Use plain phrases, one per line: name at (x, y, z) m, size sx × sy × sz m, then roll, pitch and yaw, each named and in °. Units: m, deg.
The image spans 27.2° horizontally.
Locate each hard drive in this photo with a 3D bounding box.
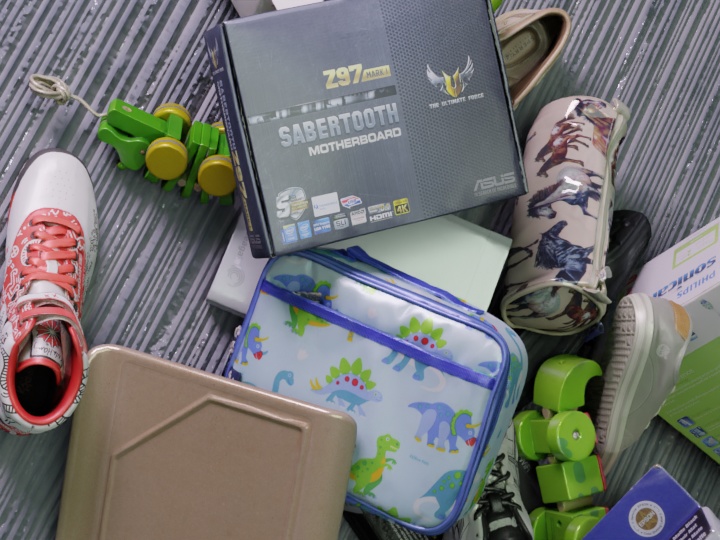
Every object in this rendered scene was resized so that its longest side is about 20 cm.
hard drive at (0.000, 0.000, 1.119) m, size 0.198 × 0.026 × 0.133 m, roll 23°, pitch 80°, yaw -4°

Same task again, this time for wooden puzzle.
wooden puzzle at (-0.109, 0.160, 1.027) m, size 0.198 × 0.037 × 0.187 m, roll 14°, pitch 103°, yaw 14°

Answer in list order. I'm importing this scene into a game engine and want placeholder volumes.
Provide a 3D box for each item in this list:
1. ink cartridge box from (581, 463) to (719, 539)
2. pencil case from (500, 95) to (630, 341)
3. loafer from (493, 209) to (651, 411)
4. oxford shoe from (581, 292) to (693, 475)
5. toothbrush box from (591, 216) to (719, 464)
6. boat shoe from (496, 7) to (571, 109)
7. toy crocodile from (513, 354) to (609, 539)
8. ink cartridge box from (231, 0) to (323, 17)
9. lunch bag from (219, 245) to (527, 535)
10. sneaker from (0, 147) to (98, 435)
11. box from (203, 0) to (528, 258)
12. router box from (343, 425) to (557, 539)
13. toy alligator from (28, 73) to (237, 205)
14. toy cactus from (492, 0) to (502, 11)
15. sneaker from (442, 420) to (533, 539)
ink cartridge box at (0.219, 0.279, 1.068) m, size 0.200 × 0.041 × 0.200 m, roll 43°, pitch 103°, yaw 8°
pencil case at (0.164, -0.046, 1.160) m, size 0.078 × 0.089 × 0.201 m, roll 50°, pitch 43°, yaw -44°
loafer at (0.169, 0.030, 1.209) m, size 0.201 × 0.068 × 0.071 m, roll -45°, pitch 124°, yaw -20°
oxford shoe at (0.214, 0.097, 1.166) m, size 0.057 × 0.201 × 0.076 m, roll 1°, pitch 45°, yaw -11°
toothbrush box at (0.311, 0.070, 1.213) m, size 0.199 × 0.145 × 0.087 m, roll 36°, pitch 43°, yaw -19°
boat shoe at (0.088, -0.142, 1.173) m, size 0.071 × 0.064 × 0.200 m, roll 48°, pitch 72°, yaw -16°
toy crocodile at (0.163, 0.166, 1.144) m, size 0.061 × 0.067 × 0.202 m, roll -6°, pitch 88°, yaw -30°
ink cartridge box at (-0.056, -0.255, 1.082) m, size 0.116 × 0.067 × 0.201 m, roll -26°, pitch 82°, yaw -22°
lunch bag at (0.007, 0.077, 1.035) m, size 0.199 × 0.082 × 0.162 m, roll 24°, pitch 98°, yaw 17°
sneaker at (-0.210, 0.013, 1.014) m, size 0.067 × 0.108 × 0.203 m, roll 14°, pitch 83°, yaw -23°
box at (0.006, -0.107, 1.014) m, size 0.198 × 0.051 × 0.159 m, roll -14°, pitch 94°, yaw -20°
router box at (0.061, 0.167, 1.161) m, size 0.149 × 0.051 × 0.201 m, roll -37°, pitch 103°, yaw -22°
toy alligator at (-0.150, -0.087, 1.077) m, size 0.198 × 0.060 × 0.055 m, roll 18°, pitch 124°, yaw -14°
toy cactus at (0.041, -0.143, 1.113) m, size 0.199 × 0.103 × 0.165 m, roll -31°, pitch 62°, yaw -10°
sneaker at (0.096, 0.164, 1.082) m, size 0.075 × 0.088 × 0.202 m, roll -14°, pitch 103°, yaw -15°
